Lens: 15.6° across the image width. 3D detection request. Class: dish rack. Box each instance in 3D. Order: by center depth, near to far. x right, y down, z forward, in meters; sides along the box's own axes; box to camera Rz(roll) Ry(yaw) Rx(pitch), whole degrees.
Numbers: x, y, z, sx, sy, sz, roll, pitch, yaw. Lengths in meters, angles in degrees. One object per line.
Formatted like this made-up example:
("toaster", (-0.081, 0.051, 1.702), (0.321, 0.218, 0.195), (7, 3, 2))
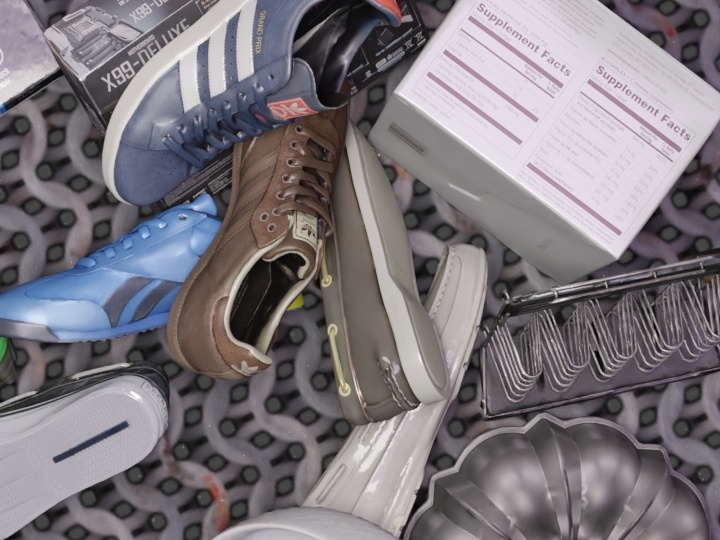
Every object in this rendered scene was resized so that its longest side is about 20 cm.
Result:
("dish rack", (0.144, 0.035, 1.512), (0.153, 0.200, 0.055), (-13, 80, -5))

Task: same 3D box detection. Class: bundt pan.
("bundt pan", (0.123, 0.186, 1.553), (0.201, 0.076, 0.203), (0, 91, -3))

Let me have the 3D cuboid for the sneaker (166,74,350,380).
("sneaker", (-0.039, -0.029, 1.493), (0.070, 0.075, 0.201), (27, 81, -39))

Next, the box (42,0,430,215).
("box", (-0.068, -0.135, 1.525), (0.200, 0.158, 0.050), (-36, 55, -5))

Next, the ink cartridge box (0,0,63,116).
("ink cartridge box", (-0.268, -0.177, 1.572), (0.099, 0.039, 0.200), (-34, 89, -5))

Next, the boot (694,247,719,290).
("boot", (0.298, 0.021, 1.591), (0.199, 0.074, 0.076), (6, 96, -6))

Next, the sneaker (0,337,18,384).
("sneaker", (-0.303, 0.061, 1.521), (0.199, 0.085, 0.078), (-27, 48, -10))

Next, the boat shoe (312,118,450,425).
("boat shoe", (-0.001, -0.001, 1.539), (0.060, 0.072, 0.202), (-25, 54, 14))

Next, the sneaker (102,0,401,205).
("sneaker", (-0.059, -0.099, 1.452), (0.200, 0.075, 0.085), (-47, 56, 11))

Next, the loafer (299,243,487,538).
("loafer", (0.020, 0.073, 1.562), (0.069, 0.070, 0.201), (22, 81, -1))

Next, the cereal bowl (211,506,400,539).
("cereal bowl", (-0.010, 0.226, 1.515), (0.199, 0.083, 0.201), (12, 111, 33))

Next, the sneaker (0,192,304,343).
("sneaker", (-0.125, -0.004, 1.537), (0.199, 0.066, 0.079), (-9, 103, -22))

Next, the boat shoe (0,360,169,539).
("boat shoe", (-0.195, 0.110, 1.546), (0.199, 0.071, 0.072), (-20, 101, 14))

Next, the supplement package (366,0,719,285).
("supplement package", (0.102, -0.086, 1.512), (0.155, 0.200, 0.111), (37, 83, -1))
